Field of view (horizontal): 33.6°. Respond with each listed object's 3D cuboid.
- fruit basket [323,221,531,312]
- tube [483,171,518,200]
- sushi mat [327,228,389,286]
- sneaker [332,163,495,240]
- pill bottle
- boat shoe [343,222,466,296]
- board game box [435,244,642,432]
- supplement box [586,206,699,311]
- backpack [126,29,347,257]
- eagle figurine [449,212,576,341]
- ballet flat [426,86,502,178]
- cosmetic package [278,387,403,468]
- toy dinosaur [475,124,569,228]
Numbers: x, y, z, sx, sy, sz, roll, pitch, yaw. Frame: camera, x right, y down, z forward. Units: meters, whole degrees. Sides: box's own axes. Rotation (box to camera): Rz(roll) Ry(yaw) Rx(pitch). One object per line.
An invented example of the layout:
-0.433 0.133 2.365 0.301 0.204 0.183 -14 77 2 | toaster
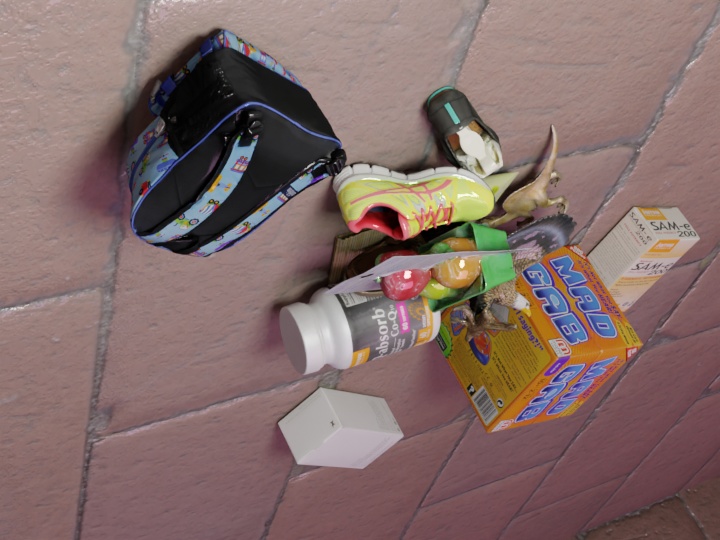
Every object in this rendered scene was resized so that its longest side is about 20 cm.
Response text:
0.079 -0.007 1.458 0.199 0.095 0.185 1 165 -28 | fruit basket
0.121 -0.093 1.564 0.199 0.052 0.058 -13 -166 -37 | tube
0.000 0.000 1.641 0.095 0.012 0.201 -20 151 -20 | sushi mat
0.066 -0.071 1.435 0.198 0.091 0.078 0 140 -7 | sneaker
-0.001 0.067 1.614 0.199 0.117 0.117 -17 151 -21 | pill bottle
0.061 -0.028 1.575 0.199 0.072 0.068 -24 150 -38 | boat shoe
0.272 0.104 1.870 0.199 0.201 0.200 -5 145 -38 | board game box
0.445 -0.014 1.972 0.125 0.074 0.200 -3 143 -41 | supplement box
-0.143 -0.112 1.182 0.200 0.135 0.182 -41 151 20 | backpack
0.199 0.004 1.670 0.201 0.151 0.151 -63 149 -22 | eagle figurine
0.133 -0.151 1.451 0.068 0.069 0.200 -36 152 11 | ballet flat
-0.030 0.266 1.983 0.107 0.085 0.200 -40 150 19 | cosmetic package
0.243 -0.108 1.641 0.101 0.058 0.200 0 141 -41 | toy dinosaur
